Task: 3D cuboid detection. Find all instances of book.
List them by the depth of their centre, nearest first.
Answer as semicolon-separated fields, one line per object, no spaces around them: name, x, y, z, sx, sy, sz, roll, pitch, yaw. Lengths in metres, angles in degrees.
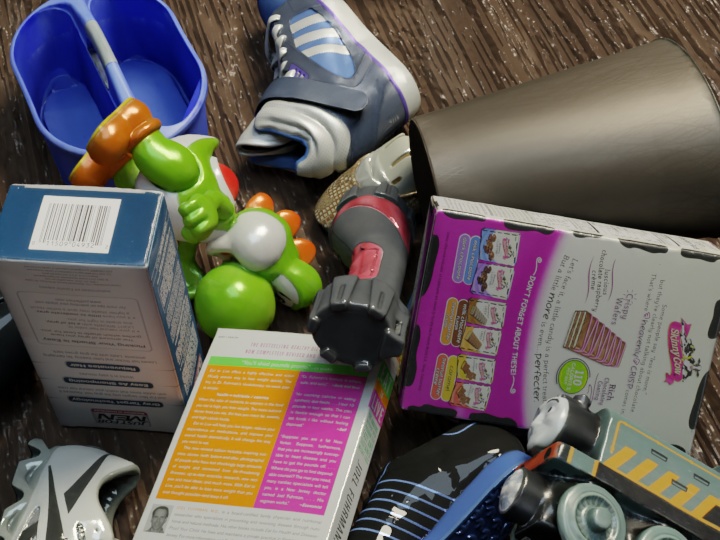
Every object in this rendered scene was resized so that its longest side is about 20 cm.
book;-0.062;0.130;0.780;0.132;0.048;0.201;-1;47;25

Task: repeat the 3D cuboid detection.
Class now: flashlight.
flashlight;0.000;0.000;0.843;0.067;0.068;0.200;-31;16;19

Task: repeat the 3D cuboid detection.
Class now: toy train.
toy train;0.178;0.157;0.741;0.198;0.085;0.115;29;55;-7

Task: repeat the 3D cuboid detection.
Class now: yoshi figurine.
yoshi figurine;-0.122;-0.021;0.877;0.199;0.112;0.113;39;18;-9

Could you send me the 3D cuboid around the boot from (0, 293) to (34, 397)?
boot;-0.267;0.117;0.808;0.199;0.077;0.169;-29;54;-10

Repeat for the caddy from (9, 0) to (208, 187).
caddy;-0.203;-0.151;0.988;0.140;0.106;0.201;-23;56;-14

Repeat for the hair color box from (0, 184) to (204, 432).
hair color box;-0.166;0.031;0.794;0.099;0.201;0.061;4;53;4

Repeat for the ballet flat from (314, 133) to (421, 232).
ballet flat;0.054;-0.087;0.960;0.198;0.066;0.071;-20;53;-13

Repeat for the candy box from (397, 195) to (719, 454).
candy box;0.132;0.035;0.805;0.197;0.138;0.061;10;13;-2

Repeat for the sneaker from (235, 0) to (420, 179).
sneaker;-0.062;-0.158;1.006;0.146;0.081;0.200;-34;63;-25

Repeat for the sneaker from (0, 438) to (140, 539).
sneaker;-0.187;0.197;0.751;0.087;0.074;0.202;3;54;6

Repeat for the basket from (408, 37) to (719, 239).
basket;0.143;-0.076;0.878;0.197;0.137;0.181;-13;35;-4

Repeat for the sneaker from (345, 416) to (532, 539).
sneaker;0.025;0.170;0.777;0.199;0.071;0.078;-35;40;-17

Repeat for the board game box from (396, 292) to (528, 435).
board game box;0.114;0.024;0.891;0.156;0.039;0.201;17;56;13
